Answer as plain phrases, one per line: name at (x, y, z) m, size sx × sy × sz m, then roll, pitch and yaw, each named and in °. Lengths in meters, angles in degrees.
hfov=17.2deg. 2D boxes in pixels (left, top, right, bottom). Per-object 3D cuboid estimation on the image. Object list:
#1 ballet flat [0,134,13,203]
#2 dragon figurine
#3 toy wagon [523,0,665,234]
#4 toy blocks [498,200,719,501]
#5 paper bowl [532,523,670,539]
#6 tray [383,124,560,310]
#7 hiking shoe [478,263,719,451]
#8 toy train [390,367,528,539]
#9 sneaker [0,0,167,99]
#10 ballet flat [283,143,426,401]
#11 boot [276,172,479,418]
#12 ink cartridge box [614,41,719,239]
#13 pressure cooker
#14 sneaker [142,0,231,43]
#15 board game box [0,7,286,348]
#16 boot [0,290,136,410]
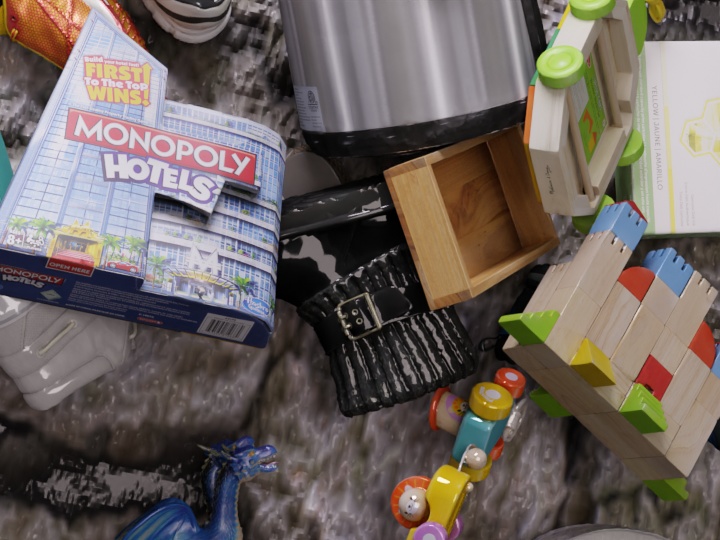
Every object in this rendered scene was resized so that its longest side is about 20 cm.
ballet flat at (-0.257, -0.028, 1.628) m, size 0.065 × 0.071 × 0.201 m, roll -20°, pitch 89°, yaw 7°
dragon figurine at (-0.135, 0.192, 1.648) m, size 0.200 × 0.059 × 0.100 m, roll -30°, pitch 95°, yaw -5°
toy wagon at (0.168, -0.130, 1.683) m, size 0.039 × 0.155 × 0.200 m, roll 8°, pitch 50°, yaw 24°
toy blocks at (0.194, 0.046, 1.665) m, size 0.200 × 0.100 × 0.137 m, roll 43°, pitch 63°, yaw -21°
paper bowl at (0.182, 0.284, 1.715) m, size 0.200 × 0.104 × 0.201 m, roll 1°, pitch 85°, yaw -15°
tray at (0.080, -0.042, 1.666) m, size 0.037 × 0.200 × 0.099 m, roll -18°, pitch 94°, yaw 23°
hiking shoe at (0.188, 0.081, 1.751) m, size 0.200 × 0.074 × 0.087 m, roll 36°, pitch 87°, yaw -2°
toy train at (0.055, 0.159, 1.683) m, size 0.055 × 0.150 × 0.200 m, roll 23°, pitch 72°, yaw 10°
sneaker at (-0.205, -0.170, 1.657) m, size 0.077 × 0.073 × 0.200 m, roll -38°, pitch 94°, yaw 8°
ballet flat at (0.000, 0.000, 1.709) m, size 0.067 × 0.046 × 0.200 m, roll -27°, pitch 97°, yaw 13°
boot at (-0.035, 0.030, 1.656) m, size 0.210 × 0.079 × 0.158 m, roll -14°, pitch 100°, yaw 12°
ink cartridge box at (0.289, -0.099, 1.796) m, size 0.199 × 0.048 × 0.146 m, roll -2°, pitch 87°, yaw -14°
pressure cooker at (0.029, -0.188, 1.645) m, size 0.179 × 0.175 × 0.201 m, roll -27°, pitch 109°, yaw -59°
sneaker at (-0.154, -0.250, 1.661) m, size 0.074 × 0.080 × 0.200 m, roll -44°, pitch 97°, yaw -12°
board game box at (-0.142, -0.066, 1.560) m, size 0.199 × 0.062 × 0.200 m, roll 12°, pitch 58°, yaw -15°
boot at (-0.176, 0.010, 1.605) m, size 0.200 × 0.073 × 0.096 m, roll -42°, pitch 115°, yaw -37°
